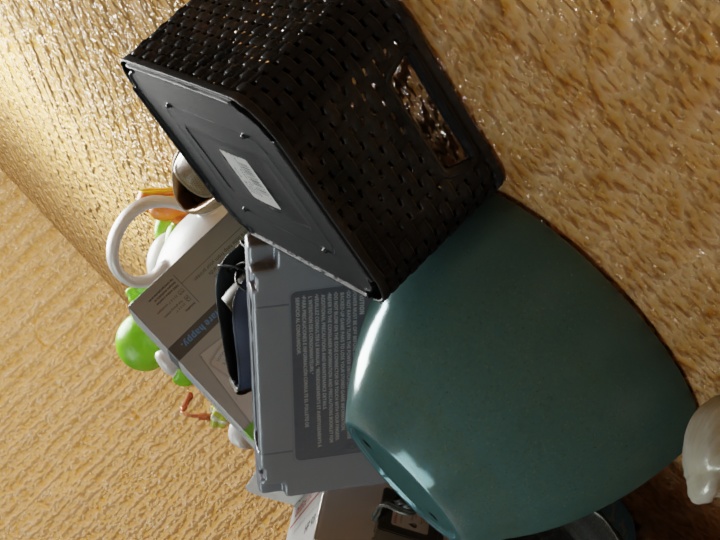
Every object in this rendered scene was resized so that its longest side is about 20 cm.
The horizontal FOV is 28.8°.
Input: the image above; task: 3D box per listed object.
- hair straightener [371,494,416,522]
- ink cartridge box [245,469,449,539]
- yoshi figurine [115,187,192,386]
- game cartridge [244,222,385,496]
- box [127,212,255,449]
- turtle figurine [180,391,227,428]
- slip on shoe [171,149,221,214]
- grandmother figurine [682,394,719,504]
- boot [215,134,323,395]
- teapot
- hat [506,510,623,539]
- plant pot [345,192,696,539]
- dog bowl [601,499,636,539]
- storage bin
[{"bbox_3d":[0.058,0.134,0.924,0.041,0.078,0.200,34,-159,13],"label":"hair straightener"},{"bbox_3d":[0.011,0.201,1.034,0.197,0.067,0.116,18,149,-9],"label":"ink cartridge box"},{"bbox_3d":[-0.207,0.021,1.426,0.111,0.112,0.203,5,104,27],"label":"yoshi figurine"},{"bbox_3d":[-0.007,0.057,0.915,0.041,0.131,0.202,-104,13,-56],"label":"game cartridge"},{"bbox_3d":[-0.062,0.051,1.117,0.200,0.156,0.041,45,168,9],"label":"box"},{"bbox_3d":[-0.081,0.101,1.435,0.159,0.200,0.065,17,123,22],"label":"turtle figurine"},{"bbox_3d":[-0.114,-0.085,1.089,0.076,0.061,0.200,48,168,-6],"label":"slip on shoe"},{"bbox_3d":[0.226,0.145,0.682,0.201,0.061,0.121,51,140,-3],"label":"grandmother figurine"},{"bbox_3d":[-0.053,-0.009,0.919,0.075,0.096,0.203,-138,34,-60],"label":"boot"},{"bbox_3d":[-0.133,0.039,1.308,0.200,0.146,0.198,48,164,16],"label":"teapot"},{"bbox_3d":[0.126,0.210,0.895,0.201,0.081,0.201,52,169,14],"label":"hat"},{"bbox_3d":[0.070,0.072,0.787,0.200,0.135,0.200,44,167,13],"label":"plant pot"},{"bbox_3d":[0.160,0.194,1.057,0.111,0.050,0.201,40,166,31],"label":"dog bowl"},{"bbox_3d":[-0.032,-0.080,0.760,0.136,0.094,0.199,54,166,-30],"label":"storage bin"}]
